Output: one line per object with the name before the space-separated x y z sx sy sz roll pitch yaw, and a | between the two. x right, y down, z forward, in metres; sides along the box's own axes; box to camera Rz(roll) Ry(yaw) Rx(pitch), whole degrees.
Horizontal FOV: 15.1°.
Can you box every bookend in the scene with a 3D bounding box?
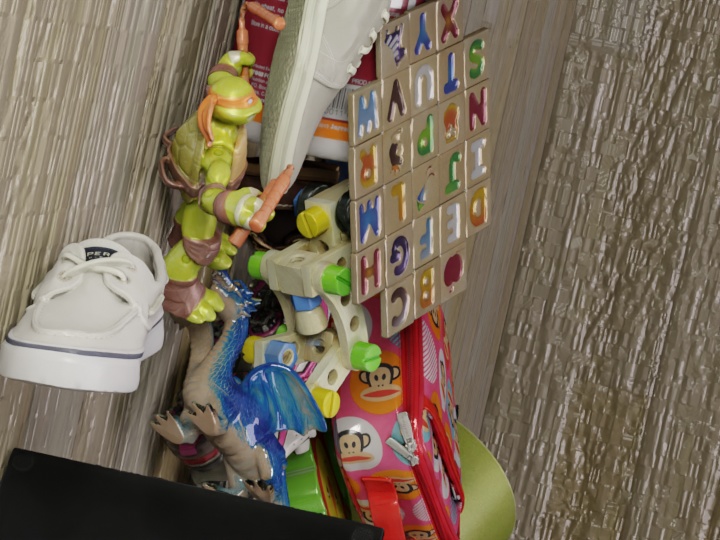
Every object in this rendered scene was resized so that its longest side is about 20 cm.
bookend | -0.094 0.199 1.446 0.200 0.199 0.092 91 13 -57

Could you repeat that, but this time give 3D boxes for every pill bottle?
pill bottle | -0.015 -0.174 1.678 0.113 0.113 0.200 -31 134 -78

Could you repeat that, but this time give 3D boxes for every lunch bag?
lunch bag | 0.023 0.110 1.893 0.200 0.082 0.176 70 16 -61

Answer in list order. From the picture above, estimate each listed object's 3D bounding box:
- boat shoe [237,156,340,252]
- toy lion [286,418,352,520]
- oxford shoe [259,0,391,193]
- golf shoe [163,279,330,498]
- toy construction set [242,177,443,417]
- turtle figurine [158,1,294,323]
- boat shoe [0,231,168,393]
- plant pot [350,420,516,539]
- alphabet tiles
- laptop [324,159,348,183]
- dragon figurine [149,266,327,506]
boat shoe | -0.047 -0.041 1.805 0.200 0.070 0.070 -1 100 -81
toy lion | -0.034 0.143 1.896 0.200 0.069 0.192 38 37 -83
oxford shoe | -0.016 -0.138 1.589 0.075 0.058 0.200 -154 -101 -73
golf shoe | -0.061 0.075 1.791 0.092 0.073 0.200 57 43 -30
toy construction set | 0.000 0.000 1.727 0.200 0.092 0.131 -43 131 -57
turtle figurine | -0.085 -0.049 1.556 0.200 0.064 0.161 -99 -160 -47
boat shoe | -0.132 0.017 1.370 0.200 0.072 0.066 -36 134 -78
plant pot | -0.001 0.233 2.249 0.200 0.187 0.187 -50 156 -37
alphabet tiles | 0.039 -0.067 1.686 0.166 0.006 0.200 -30 125 -53
laptop | -0.011 -0.133 1.912 0.187 0.116 0.200 -96 161 -50
dragon figurine | -0.063 0.092 1.642 0.200 0.059 0.099 55 44 -16
